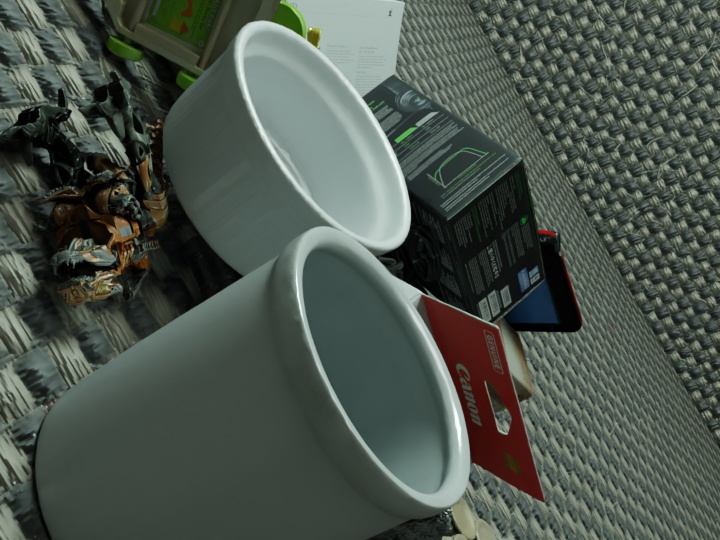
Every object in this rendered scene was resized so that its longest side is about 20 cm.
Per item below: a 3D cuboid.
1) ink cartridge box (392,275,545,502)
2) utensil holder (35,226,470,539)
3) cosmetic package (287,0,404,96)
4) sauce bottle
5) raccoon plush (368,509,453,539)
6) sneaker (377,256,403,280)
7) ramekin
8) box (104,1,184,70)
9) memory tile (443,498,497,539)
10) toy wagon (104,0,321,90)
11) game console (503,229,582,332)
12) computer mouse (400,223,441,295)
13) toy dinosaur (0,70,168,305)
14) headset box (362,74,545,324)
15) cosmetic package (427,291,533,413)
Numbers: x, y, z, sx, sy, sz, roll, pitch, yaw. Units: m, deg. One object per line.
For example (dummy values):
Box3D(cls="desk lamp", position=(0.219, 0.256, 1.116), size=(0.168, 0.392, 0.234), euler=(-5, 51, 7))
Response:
Box3D(cls="ink cartridge box", position=(0.061, 0.103, 0.839), size=(0.176, 0.045, 0.201), euler=(27, -36, 48))
Box3D(cls="utensil holder", position=(-0.063, 0.095, 0.584), size=(0.170, 0.199, 0.171), euler=(47, 26, -31))
Box3D(cls="cosmetic package", position=(-0.052, -0.192, 0.960), size=(0.199, 0.152, 0.052), euler=(-8, 26, -42))
Box3D(cls="sauce bottle", position=(-0.084, 0.065, 0.768), size=(0.201, 0.066, 0.066), euler=(63, 21, 12))
Box3D(cls="raccoon plush", position=(0.031, 0.140, 0.788), size=(0.096, 0.200, 0.135), euler=(10, 50, -30))
Box3D(cls="sneaker", position=(0.000, 0.000, 0.912), size=(0.200, 0.082, 0.075), euler=(49, 25, -25))
Box3D(cls="ramekin", position=(-0.059, -0.082, 0.772), size=(0.200, 0.097, 0.201), euler=(42, 31, -32))
Box3D(cls="box", position=(-0.146, -0.242, 0.966), size=(0.200, 0.095, 0.078), euler=(39, 29, -47))
Box3D(cls="memory tile", position=(0.084, 0.268, 0.956), size=(0.200, 0.017, 0.154), euler=(46, 25, -32))
Box3D(cls="toy wagon", position=(-0.123, -0.229, 0.845), size=(0.199, 0.156, 0.040), euler=(27, 19, 1))
Box3D(cls="game console", position=(0.136, 0.014, 1.178), size=(0.172, 0.199, 0.120), euler=(2, 86, -47))
Box3D(cls="computer mouse", position=(0.050, 0.001, 0.946), size=(0.059, 0.034, 0.200), euler=(45, -20, 9))
Box3D(cls="toy dinosaur", position=(-0.181, -0.057, 0.700), size=(0.200, 0.102, 0.136), euler=(-117, -177, -62))
Box3D(cls="headset box", position=(0.068, -0.067, 0.959), size=(0.200, 0.093, 0.175), euler=(41, -17, 39))
Box3D(cls="cosmetic package", position=(0.112, 0.077, 1.157), size=(0.200, 0.087, 0.104), euler=(42, 29, -39))
